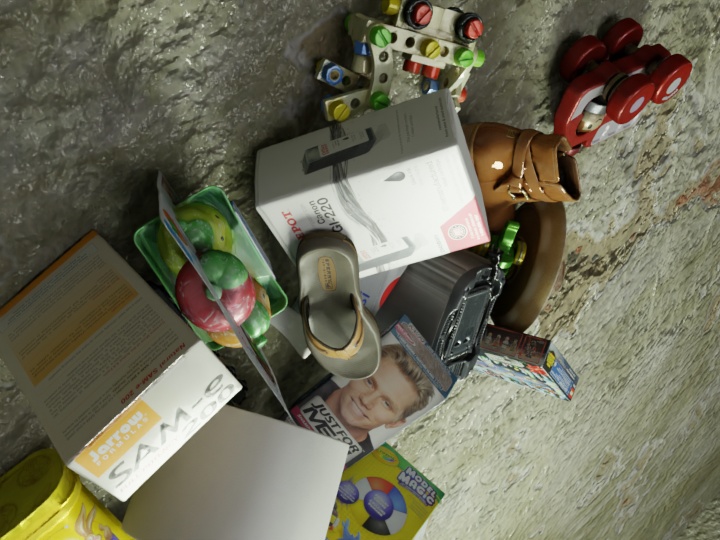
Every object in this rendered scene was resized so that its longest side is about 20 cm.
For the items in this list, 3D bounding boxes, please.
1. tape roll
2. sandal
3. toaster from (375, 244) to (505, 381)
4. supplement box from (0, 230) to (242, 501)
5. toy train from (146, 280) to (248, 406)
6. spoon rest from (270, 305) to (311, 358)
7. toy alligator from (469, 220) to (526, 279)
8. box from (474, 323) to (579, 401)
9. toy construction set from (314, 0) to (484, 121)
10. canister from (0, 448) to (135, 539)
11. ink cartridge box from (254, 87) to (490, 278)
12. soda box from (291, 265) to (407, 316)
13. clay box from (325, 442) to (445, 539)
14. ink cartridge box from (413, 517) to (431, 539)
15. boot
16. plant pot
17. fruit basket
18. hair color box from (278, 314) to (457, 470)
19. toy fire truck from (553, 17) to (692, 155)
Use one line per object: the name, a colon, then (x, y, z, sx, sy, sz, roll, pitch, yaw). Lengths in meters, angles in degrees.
tape roll: (-0.124, 0.219, 0.763, 0.202, 0.201, 0.140, 36, 65, -50)
sandal: (-0.022, 0.049, 0.758, 0.081, 0.055, 0.201, -5, 132, 2)
toaster: (0.088, 0.039, 0.925, 0.113, 0.129, 0.201, -15, 127, -48)
supplement box: (-0.206, 0.069, 0.610, 0.126, 0.200, 0.074, -43, 138, -12)
toy train: (-0.172, 0.080, 0.771, 0.034, 0.046, 0.201, -48, 137, -20)
spoon rest: (-0.122, 0.021, 0.783, 0.100, 0.061, 0.200, -51, 126, -6)
toy alligator: (0.166, 0.003, 0.978, 0.200, 0.059, 0.055, 111, -5, -62)
box: (0.182, 0.112, 1.018, 0.137, 0.199, 0.040, 43, 67, -49)
toy construction set: (0.053, -0.207, 0.759, 0.199, 0.092, 0.132, -4, 119, -43)
canister: (-0.295, 0.294, 0.731, 0.148, 0.086, 0.201, -38, 124, -16)
ink cartridge box: (0.013, -0.073, 0.739, 0.198, 0.085, 0.146, -14, 139, 14)
soda box: (0.000, 0.000, 0.870, 0.068, 0.063, 0.201, 31, 93, -50)
clay box: (0.017, 0.286, 0.901, 0.200, 0.115, 0.048, -38, 162, -46)
ink cartridge box: (-0.015, 0.339, 0.957, 0.200, 0.164, 0.076, -45, 148, -52)
boot: (0.195, -0.104, 0.906, 0.077, 0.154, 0.200, -59, 139, -25)
plant pot: (0.214, -0.011, 1.003, 0.027, 0.200, 0.201, 15, 109, -10)
fruit basket: (-0.113, 0.009, 0.625, 0.093, 0.200, 0.186, -33, 112, -10)
hair color box: (0.005, 0.153, 0.882, 0.200, 0.100, 0.060, -41, 178, 26)
toy fire truck: (0.339, -0.232, 1.023, 0.199, 0.112, 0.168, -28, 152, -27)
